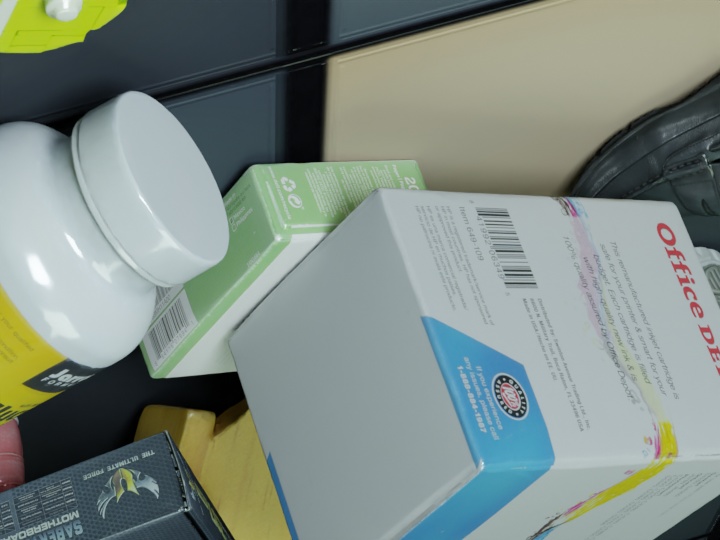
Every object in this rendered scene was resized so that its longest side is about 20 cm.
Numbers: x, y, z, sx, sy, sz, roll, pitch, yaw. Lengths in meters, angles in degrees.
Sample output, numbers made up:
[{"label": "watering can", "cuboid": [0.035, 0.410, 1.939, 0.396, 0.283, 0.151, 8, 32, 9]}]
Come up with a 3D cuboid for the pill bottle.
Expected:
[{"label": "pill bottle", "cuboid": [-0.159, 0.006, 0.949, 0.199, 0.113, 0.112, -28, 155, 20]}]

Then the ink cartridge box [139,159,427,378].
[{"label": "ink cartridge box", "cuboid": [0.000, 0.000, 1.146, 0.199, 0.048, 0.146, -4, 152, -36]}]

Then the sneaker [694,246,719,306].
[{"label": "sneaker", "cuboid": [0.214, 0.043, 1.376, 0.099, 0.078, 0.199, -32, 153, 34]}]

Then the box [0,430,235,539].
[{"label": "box", "cuboid": [-0.165, 0.166, 1.143, 0.199, 0.051, 0.158, -21, 149, 0]}]

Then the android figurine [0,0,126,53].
[{"label": "android figurine", "cuboid": [-0.143, -0.120, 0.783, 0.199, 0.041, 0.182, -2, 151, -32]}]

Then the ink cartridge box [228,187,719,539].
[{"label": "ink cartridge box", "cuboid": [0.069, 0.060, 1.089, 0.199, 0.148, 0.146, 1, 148, -38]}]

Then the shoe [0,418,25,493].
[{"label": "shoe", "cuboid": [-0.247, 0.147, 1.211, 0.071, 0.092, 0.200, 7, 145, -46]}]

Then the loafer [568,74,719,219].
[{"label": "loafer", "cuboid": [0.186, -0.057, 1.138, 0.200, 0.071, 0.068, -36, 152, 32]}]

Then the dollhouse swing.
[{"label": "dollhouse swing", "cuboid": [-0.058, 0.130, 1.341, 0.199, 0.176, 0.183, 8, 109, -26]}]
